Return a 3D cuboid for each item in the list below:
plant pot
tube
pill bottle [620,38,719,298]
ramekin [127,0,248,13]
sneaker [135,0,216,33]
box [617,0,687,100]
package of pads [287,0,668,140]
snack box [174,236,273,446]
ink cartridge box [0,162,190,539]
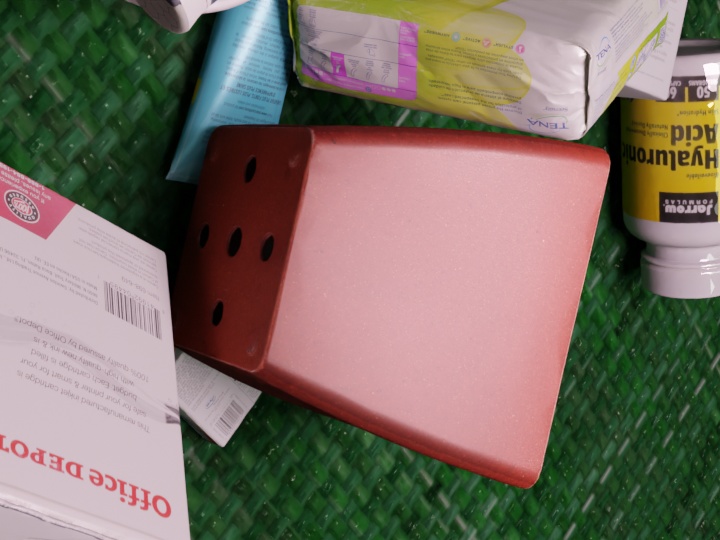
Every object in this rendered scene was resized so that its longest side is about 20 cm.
[{"bbox_3d":[0.000,0.000,0.830,0.176,0.200,0.200,15,88,-31],"label":"plant pot"},{"bbox_3d":[-0.064,-0.146,0.864,0.077,0.050,0.200,11,97,-40],"label":"tube"},{"bbox_3d":[0.270,-0.084,1.143,0.111,0.111,0.200,-19,111,-39],"label":"pill bottle"},{"bbox_3d":[-0.115,-0.241,0.758,0.202,0.094,0.203,-11,106,-42],"label":"ramekin"},{"bbox_3d":[-0.085,-0.234,0.659,0.146,0.077,0.202,-43,136,-14],"label":"sneaker"},{"bbox_3d":[0.174,-0.238,1.029,0.124,0.097,0.200,10,93,-44],"label":"box"},{"bbox_3d":[0.071,-0.153,0.854,0.155,0.200,0.068,-48,144,-47],"label":"package of pads"},{"bbox_3d":[-0.059,0.013,0.915,0.200,0.024,0.072,-55,129,-20],"label":"snack box"},{"bbox_3d":[-0.168,0.061,0.710,0.146,0.085,0.200,32,35,-42],"label":"ink cartridge box"}]
